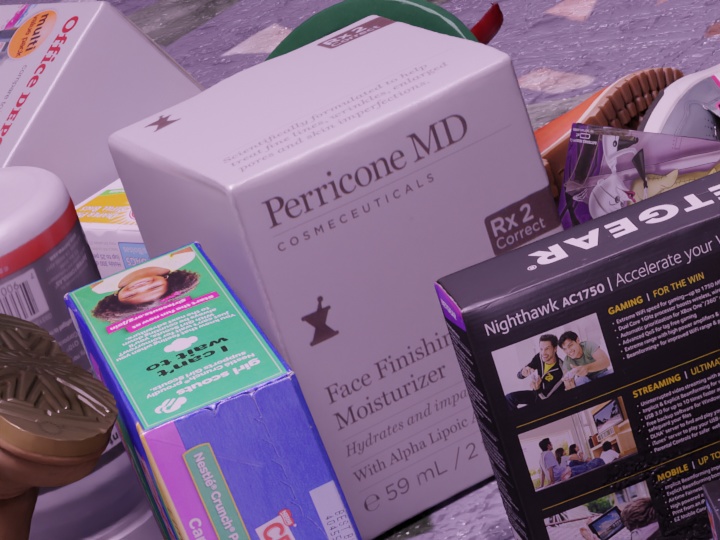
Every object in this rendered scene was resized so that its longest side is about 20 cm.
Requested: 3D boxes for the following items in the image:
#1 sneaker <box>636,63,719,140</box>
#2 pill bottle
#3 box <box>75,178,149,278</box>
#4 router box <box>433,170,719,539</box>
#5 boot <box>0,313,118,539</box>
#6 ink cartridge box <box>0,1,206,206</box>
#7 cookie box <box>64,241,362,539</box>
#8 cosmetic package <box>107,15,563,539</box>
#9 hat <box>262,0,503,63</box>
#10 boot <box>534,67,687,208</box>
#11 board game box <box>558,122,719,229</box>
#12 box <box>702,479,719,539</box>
[{"bbox_3d":[0.251,-0.090,1.676,0.121,0.084,0.200,-11,19,46],"label":"sneaker"},{"bbox_3d":[-0.171,0.059,1.479,0.116,0.200,0.116,-16,21,7],"label":"pill bottle"},{"bbox_3d":[-0.071,-0.024,1.743,0.112,0.102,0.200,3,30,46],"label":"box"},{"bbox_3d":[0.150,0.041,1.327,0.199,0.150,0.051,-20,21,-7],"label":"router box"},{"bbox_3d":[-0.165,0.135,1.297,0.066,0.201,0.175,11,12,-15],"label":"boot"},{"bbox_3d":[-0.201,-0.070,1.835,0.200,0.145,0.146,3,58,49],"label":"ink cartridge box"},{"bbox_3d":[-0.057,0.098,1.329,0.075,0.172,0.200,-24,21,-8],"label":"cookie box"},{"bbox_3d":[0.000,0.000,1.484,0.165,0.200,0.165,-26,22,-19],"label":"cosmetic package"},{"bbox_3d":[0.038,-0.062,1.704,0.166,0.176,0.200,42,95,27],"label":"hat"},{"bbox_3d":[0.113,-0.061,1.729,0.200,0.075,0.107,-34,21,-32],"label":"boot"},{"bbox_3d":[0.169,-0.007,1.486,0.032,0.120,0.200,3,5,-36],"label":"board game box"},{"bbox_3d":[0.224,0.121,1.188,0.136,0.038,0.200,-13,16,0],"label":"box"}]
